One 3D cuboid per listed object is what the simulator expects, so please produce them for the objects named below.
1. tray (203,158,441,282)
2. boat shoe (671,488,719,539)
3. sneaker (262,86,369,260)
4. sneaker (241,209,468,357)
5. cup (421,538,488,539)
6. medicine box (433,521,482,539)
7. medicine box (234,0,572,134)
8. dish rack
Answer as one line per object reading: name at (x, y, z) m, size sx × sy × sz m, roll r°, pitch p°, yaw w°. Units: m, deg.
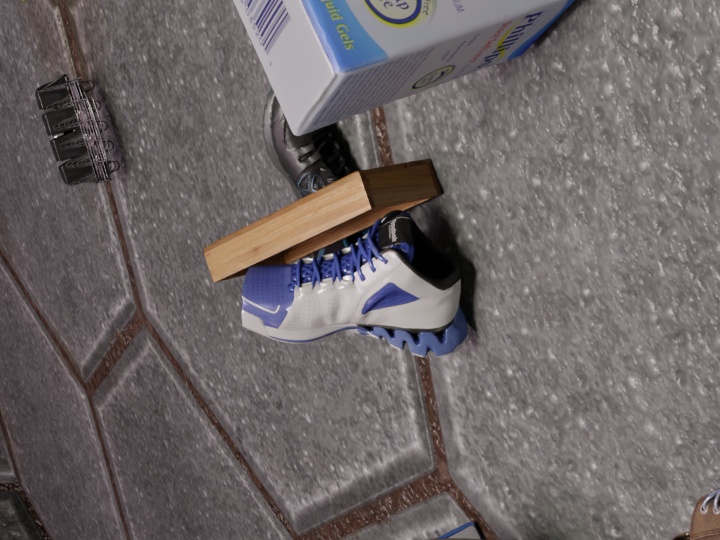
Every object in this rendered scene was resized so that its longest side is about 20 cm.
tray at (-0.036, -0.043, 1.203) m, size 0.199 × 0.098 × 0.038 m, roll -24°, pitch 84°, yaw 40°
boat shoe at (0.255, 0.177, 0.925) m, size 0.073 × 0.071 × 0.201 m, roll 60°, pitch 152°, yaw 19°
sneaker at (-0.029, -0.087, 1.291) m, size 0.081 × 0.073 × 0.203 m, roll 1°, pitch 116°, yaw 43°
sneaker at (0.001, 0.000, 1.175) m, size 0.081 × 0.196 × 0.116 m, roll -86°, pitch 3°, yaw -51°
cup at (0.131, 0.312, 1.160) m, size 0.200 × 0.141 × 0.204 m, roll 172°, pitch 90°, yaw -66°
medicine box at (0.076, 0.367, 1.370) m, size 0.184 × 0.102 × 0.200 m, roll 63°, pitch 153°, yaw 10°
medicine box at (0.015, -0.218, 0.927) m, size 0.184 × 0.198 × 0.103 m, roll 65°, pitch 155°, yaw 7°
dish rack at (-0.374, -0.188, 1.870) m, size 0.199 × 0.054 × 0.156 m, roll 3°, pitch 113°, yaw 60°
